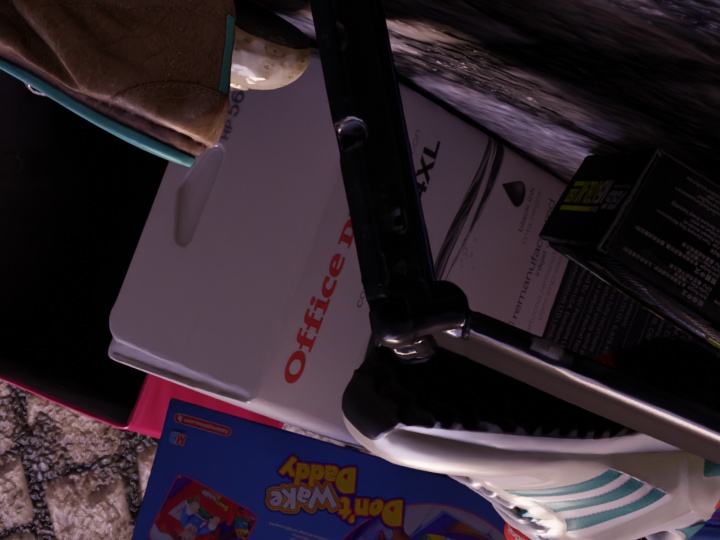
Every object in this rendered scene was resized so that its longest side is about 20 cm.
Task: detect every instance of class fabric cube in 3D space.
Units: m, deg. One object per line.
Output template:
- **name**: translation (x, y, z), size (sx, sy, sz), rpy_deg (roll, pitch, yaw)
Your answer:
- **fabric cube**: translation (-0.145, -0.007, 1.558), size (0.195, 0.202, 0.199), rpy_deg (19, 179, 28)

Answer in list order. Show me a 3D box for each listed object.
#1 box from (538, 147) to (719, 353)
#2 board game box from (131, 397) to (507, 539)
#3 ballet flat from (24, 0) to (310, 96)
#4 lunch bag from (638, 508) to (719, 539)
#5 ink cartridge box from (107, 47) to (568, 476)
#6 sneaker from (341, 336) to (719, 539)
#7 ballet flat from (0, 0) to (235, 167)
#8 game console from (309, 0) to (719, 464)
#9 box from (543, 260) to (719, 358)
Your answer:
- **box**: translation (0.166, 0.024, 0.875), size (0.199, 0.048, 0.193), rpy_deg (32, -177, -3)
- **board game box**: translation (-0.006, 0.147, 1.044), size (0.198, 0.136, 0.045), rpy_deg (15, 174, 18)
- **ballet flat**: translation (-0.076, -0.084, 0.926), size (0.066, 0.057, 0.200), rpy_deg (22, 178, -29)
- **lunch bag**: translation (0.084, 0.140, 1.148), size (0.198, 0.095, 0.151), rpy_deg (13, 178, -1)
- **ink cartridge box**: translation (0.000, 0.000, 1.034), size (0.084, 0.147, 0.200), rpy_deg (18, 177, 34)
- **sneaker**: translation (0.069, 0.077, 0.890), size (0.199, 0.094, 0.070), rpy_deg (2, -150, -40)
- **ballet flat**: translation (-0.124, -0.100, 0.831), size (0.199, 0.073, 0.068), rpy_deg (21, 178, 26)
- **game console**: translation (0.058, -0.015, 0.734), size (0.115, 0.178, 0.200), rpy_deg (-11, 175, 2)
- **box**: translation (0.190, 0.064, 1.226), size (0.199, 0.108, 0.148), rpy_deg (19, 176, 32)
